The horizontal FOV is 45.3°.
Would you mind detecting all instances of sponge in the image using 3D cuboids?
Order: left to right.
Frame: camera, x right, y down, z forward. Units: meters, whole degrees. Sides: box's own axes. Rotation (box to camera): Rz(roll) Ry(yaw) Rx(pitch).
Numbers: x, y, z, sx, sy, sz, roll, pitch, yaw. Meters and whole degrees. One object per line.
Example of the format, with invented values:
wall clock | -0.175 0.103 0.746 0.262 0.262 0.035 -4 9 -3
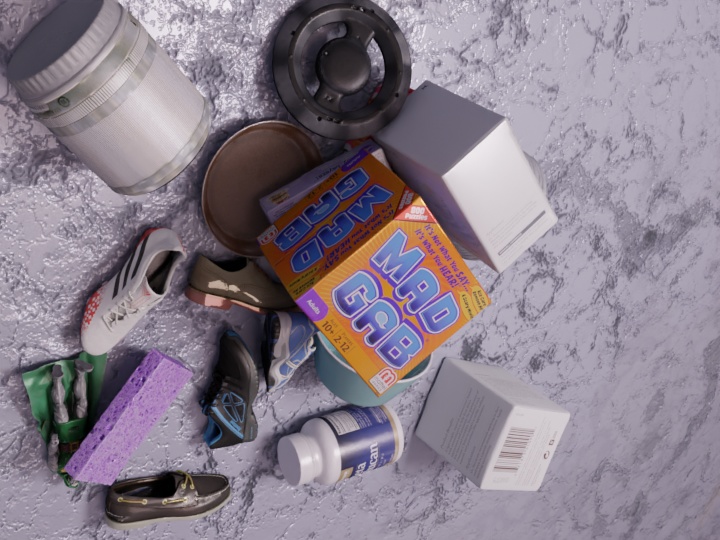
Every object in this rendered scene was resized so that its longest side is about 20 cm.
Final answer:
sponge | -0.323 0.208 1.217 0.201 0.030 0.112 -54 161 -9

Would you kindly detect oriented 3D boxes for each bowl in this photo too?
bowl | 0.006 0.139 1.381 0.199 0.201 0.106 -5 133 -34

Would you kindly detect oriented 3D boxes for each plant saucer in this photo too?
plant saucer | -0.140 -0.118 1.235 0.199 0.032 0.202 -16 121 -29

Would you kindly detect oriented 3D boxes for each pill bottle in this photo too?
pill bottle | -0.035 0.296 1.460 0.198 0.111 0.112 -11 118 -32

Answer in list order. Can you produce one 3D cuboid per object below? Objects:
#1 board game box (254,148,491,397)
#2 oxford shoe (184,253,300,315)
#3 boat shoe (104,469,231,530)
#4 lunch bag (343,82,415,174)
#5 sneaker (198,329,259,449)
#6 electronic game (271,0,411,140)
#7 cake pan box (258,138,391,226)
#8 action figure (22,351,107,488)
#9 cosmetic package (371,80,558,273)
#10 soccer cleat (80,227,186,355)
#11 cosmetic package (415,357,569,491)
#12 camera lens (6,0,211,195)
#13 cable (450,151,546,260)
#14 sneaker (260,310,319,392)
board game box | 0.013 -0.001 1.163 0.200 0.200 0.200 -39 122 -1
oxford shoe | -0.155 0.020 1.266 0.199 0.071 0.075 7 105 -38
boat shoe | -0.289 0.342 1.321 0.200 0.072 0.061 -6 119 -31
lunch bag | 0.072 -0.176 1.335 0.199 0.082 0.177 27 98 -38
sneaker | -0.201 0.187 1.310 0.081 0.073 0.202 -14 118 -28
electronic game | -0.024 -0.281 1.192 0.198 0.042 0.202 0 91 -14
cake pan box | -0.022 -0.068 1.264 0.199 0.052 0.185 -29 124 -8
action figure | -0.401 0.217 1.195 0.117 0.055 0.202 -12 122 -35
cosmetic package | 0.144 -0.135 1.220 0.123 0.199 0.200 -41 127 -6
soccer cleat | -0.303 0.033 1.153 0.069 0.085 0.201 38 87 -41
cosmetic package | 0.240 0.283 1.595 0.164 0.200 0.166 13 103 -39
camera lens | -0.284 -0.199 1.005 0.160 0.160 0.200 -47 131 -7
cable | 0.200 -0.112 1.376 0.200 0.200 0.069 -48 126 -2
sneaker | -0.108 0.126 1.299 0.076 0.076 0.200 -6 152 -16
